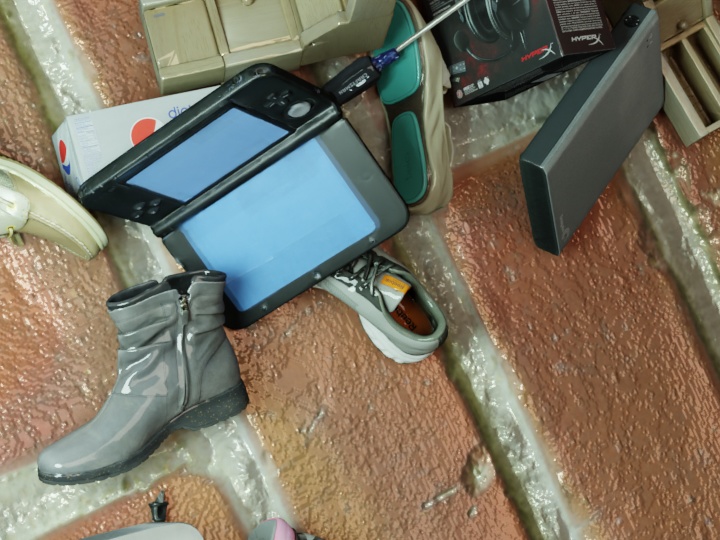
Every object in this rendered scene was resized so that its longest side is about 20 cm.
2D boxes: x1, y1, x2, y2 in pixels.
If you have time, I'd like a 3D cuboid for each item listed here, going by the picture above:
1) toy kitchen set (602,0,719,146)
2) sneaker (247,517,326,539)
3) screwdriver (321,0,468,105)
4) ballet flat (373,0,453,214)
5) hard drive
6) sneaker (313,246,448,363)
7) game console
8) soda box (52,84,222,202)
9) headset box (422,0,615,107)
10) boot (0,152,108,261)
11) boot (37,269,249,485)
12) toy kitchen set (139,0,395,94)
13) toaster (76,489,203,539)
[{"bbox_3d":[0.359,-0.253,1.534,0.163,0.200,0.181,-29,87,-14],"label":"toy kitchen set"},{"bbox_3d":[-0.055,0.310,1.362,0.095,0.079,0.201,17,75,-29],"label":"sneaker"},{"bbox_3d":[0.046,-0.200,1.451,0.200,0.028,0.029,-29,77,19],"label":"screwdriver"},{"bbox_3d":[0.054,-0.148,1.495,0.069,0.069,0.201,-1,82,-21],"label":"ballet flat"},{"bbox_3d":[0.215,-0.129,1.515,0.033,0.140,0.200,26,66,27],"label":"hard drive"},{"bbox_3d":[0.000,0.000,1.432,0.200,0.079,0.074,39,71,-9],"label":"sneaker"},{"bbox_3d":[-0.093,-0.054,1.331,0.176,0.200,0.117,18,44,-61],"label":"game console"},{"bbox_3d":[-0.155,-0.112,1.398,0.199,0.068,0.064,-15,85,-23],"label":"soda box"},{"bbox_3d":[0.128,-0.267,1.486,0.077,0.149,0.201,-14,86,-40],"label":"headset box"},{"bbox_3d":[-0.318,-0.022,1.317,0.200,0.072,0.155,31,70,-8],"label":"boot"},{"bbox_3d":[-0.187,0.081,1.328,0.200,0.070,0.132,-27,116,-34],"label":"boot"},{"bbox_3d":[-0.088,-0.270,1.373,0.199,0.180,0.164,-14,78,-10],"label":"toy kitchen set"},{"bbox_3d":[-0.197,0.290,1.280,0.180,0.119,0.201,-15,85,-24],"label":"toaster"}]
